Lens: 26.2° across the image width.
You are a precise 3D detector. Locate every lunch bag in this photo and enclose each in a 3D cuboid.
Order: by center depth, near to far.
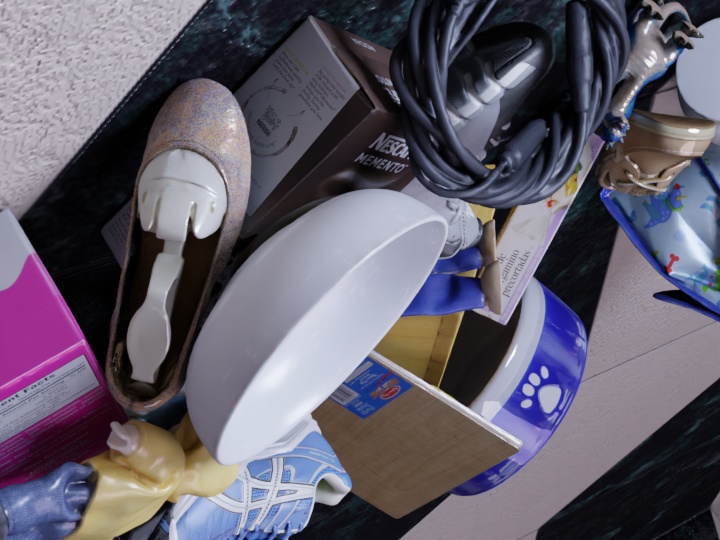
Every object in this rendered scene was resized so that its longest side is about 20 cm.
[{"bbox_3d":[0.345,-0.024,1.467,0.127,0.201,0.170,-46,157,27],"label":"lunch bag"}]

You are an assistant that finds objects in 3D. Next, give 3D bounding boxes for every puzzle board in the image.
[{"bbox_3d":[0.020,0.136,1.273,0.200,0.150,0.017,-40,-159,52],"label":"puzzle board"}]

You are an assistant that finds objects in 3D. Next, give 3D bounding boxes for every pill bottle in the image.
[{"bbox_3d":[0.328,-0.151,1.284,0.111,0.111,0.200,-42,160,19],"label":"pill bottle"}]

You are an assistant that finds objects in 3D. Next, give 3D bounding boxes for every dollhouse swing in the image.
[{"bbox_3d":[0.001,0.007,1.251,0.200,0.174,0.183,100,8,-61],"label":"dollhouse swing"}]

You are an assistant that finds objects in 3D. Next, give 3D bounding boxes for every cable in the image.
[{"bbox_3d":[0.093,-0.121,0.948,0.163,0.051,0.201,48,64,-40],"label":"cable"}]

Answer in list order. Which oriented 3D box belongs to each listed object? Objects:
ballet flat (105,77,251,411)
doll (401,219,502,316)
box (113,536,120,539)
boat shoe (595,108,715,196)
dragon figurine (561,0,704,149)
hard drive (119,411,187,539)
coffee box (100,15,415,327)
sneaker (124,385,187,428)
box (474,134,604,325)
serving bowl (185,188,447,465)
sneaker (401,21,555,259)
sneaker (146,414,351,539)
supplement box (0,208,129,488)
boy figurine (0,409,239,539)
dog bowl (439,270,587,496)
[{"bbox_3d":[-0.107,-0.009,0.893,0.067,0.067,0.202,-72,173,-77],"label":"ballet flat"},{"bbox_3d":[0.000,0.000,1.114,0.198,0.137,0.049,-3,138,1],"label":"doll"},{"bbox_3d":[-0.250,0.206,1.068,0.159,0.201,0.044,-26,158,-23],"label":"box"},{"bbox_3d":[0.231,-0.090,1.228,0.071,0.065,0.200,9,-178,-3],"label":"boat shoe"},{"bbox_3d":[0.198,-0.154,1.146,0.099,0.059,0.200,-46,-175,25],"label":"dragon figurine"},{"bbox_3d":[-0.102,0.120,1.146,0.200,0.033,0.140,-38,167,-29],"label":"hard drive"},{"bbox_3d":[-0.051,-0.055,0.977,0.200,0.080,0.113,-43,156,20],"label":"coffee box"},{"bbox_3d":[-0.167,0.097,1.111,0.130,0.080,0.200,-40,159,-10],"label":"sneaker"},{"bbox_3d":[0.145,-0.051,1.248,0.201,0.038,0.041,-64,180,26],"label":"box"},{"bbox_3d":[-0.037,0.023,0.933,0.200,0.066,0.200,-44,165,-14],"label":"serving bowl"},{"bbox_3d":[0.068,-0.076,1.056,0.199,0.075,0.116,-33,120,18],"label":"sneaker"},{"bbox_3d":[-0.079,0.169,1.118,0.200,0.077,0.076,-33,165,-45],"label":"sneaker"},{"bbox_3d":[-0.215,0.065,0.957,0.103,0.102,0.200,-30,158,-12],"label":"supplement box"},{"bbox_3d":[-0.155,0.127,0.950,0.199,0.065,0.125,-17,152,-40],"label":"boy figurine"},{"bbox_3d":[0.104,0.094,1.363,0.079,0.201,0.200,36,115,-21],"label":"dog bowl"}]
